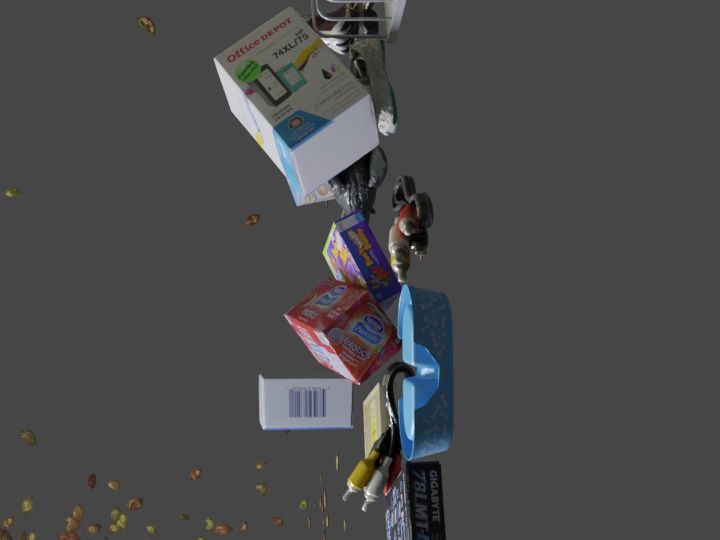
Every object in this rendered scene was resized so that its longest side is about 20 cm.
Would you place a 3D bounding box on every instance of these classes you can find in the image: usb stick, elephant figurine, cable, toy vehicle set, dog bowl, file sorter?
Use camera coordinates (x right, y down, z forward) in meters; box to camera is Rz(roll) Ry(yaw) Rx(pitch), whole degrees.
[{"bbox_3d":[0.005,-0.363,1.926,0.200,0.032,0.056,104,163,-65],"label":"usb stick"},{"bbox_3d":[-0.011,-0.151,1.805,0.141,0.155,0.201,-40,45,20],"label":"elephant figurine"},{"bbox_3d":[0.049,0.227,1.526,0.202,0.096,0.050,-69,22,9],"label":"cable"},{"bbox_3d":[0.031,0.251,1.777,0.200,0.026,0.125,114,154,-74],"label":"toy vehicle set"},{"bbox_3d":[0.075,0.117,1.317,0.111,0.049,0.202,177,92,-83],"label":"dog bowl"},{"bbox_3d":[0.000,-0.431,1.591,0.200,0.123,0.140,108,160,-68],"label":"file sorter"},{"bbox_3d":[0.053,-0.078,1.420,0.201,0.050,0.098,-101,18,-55],"label":"cable"}]

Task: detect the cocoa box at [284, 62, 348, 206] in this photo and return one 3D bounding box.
[{"bbox_3d":[-0.070,-0.236,1.997,0.201,0.130,0.134,91,162,-48],"label":"cocoa box"}]

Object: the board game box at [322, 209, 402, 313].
[{"bbox_3d":[0.000,0.000,1.725,0.135,0.045,0.200,62,169,8],"label":"board game box"}]

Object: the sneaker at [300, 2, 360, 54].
[{"bbox_3d":[-0.059,-0.424,1.945,0.200,0.114,0.076,-63,-25,-64],"label":"sneaker"}]

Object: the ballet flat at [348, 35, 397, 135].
[{"bbox_3d":[0.014,-0.278,1.732,0.072,0.071,0.201,97,169,-48],"label":"ballet flat"}]

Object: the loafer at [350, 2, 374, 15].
[{"bbox_3d":[-0.005,-0.515,1.852,0.076,0.067,0.202,-103,15,-61],"label":"loafer"}]

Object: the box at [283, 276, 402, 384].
[{"bbox_3d":[-0.026,0.084,1.665,0.100,0.095,0.200,54,168,-15],"label":"box"}]

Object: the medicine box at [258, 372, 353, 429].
[{"bbox_3d":[-0.113,0.263,2.319,0.200,0.180,0.104,155,114,-82],"label":"medicine box"}]

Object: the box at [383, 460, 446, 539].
[{"bbox_3d":[0.068,0.353,1.394,0.199,0.049,0.202,102,166,-66],"label":"box"}]

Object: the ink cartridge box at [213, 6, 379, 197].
[{"bbox_3d":[-0.093,-0.248,1.683,0.200,0.146,0.146,50,169,23],"label":"ink cartridge box"}]
